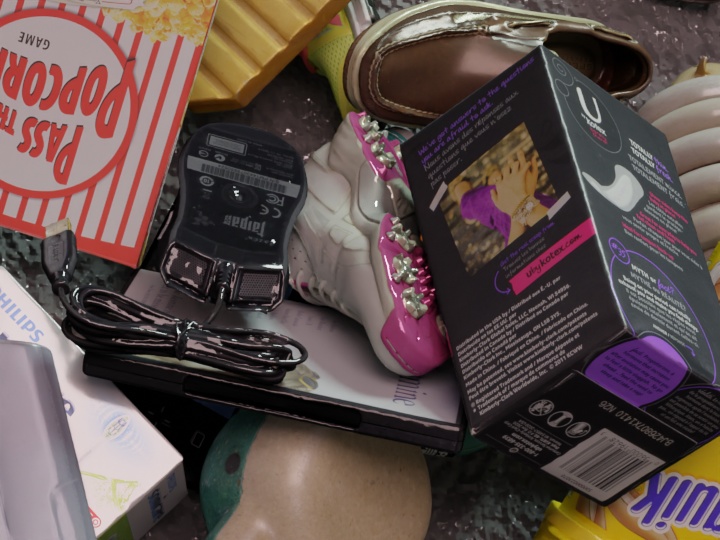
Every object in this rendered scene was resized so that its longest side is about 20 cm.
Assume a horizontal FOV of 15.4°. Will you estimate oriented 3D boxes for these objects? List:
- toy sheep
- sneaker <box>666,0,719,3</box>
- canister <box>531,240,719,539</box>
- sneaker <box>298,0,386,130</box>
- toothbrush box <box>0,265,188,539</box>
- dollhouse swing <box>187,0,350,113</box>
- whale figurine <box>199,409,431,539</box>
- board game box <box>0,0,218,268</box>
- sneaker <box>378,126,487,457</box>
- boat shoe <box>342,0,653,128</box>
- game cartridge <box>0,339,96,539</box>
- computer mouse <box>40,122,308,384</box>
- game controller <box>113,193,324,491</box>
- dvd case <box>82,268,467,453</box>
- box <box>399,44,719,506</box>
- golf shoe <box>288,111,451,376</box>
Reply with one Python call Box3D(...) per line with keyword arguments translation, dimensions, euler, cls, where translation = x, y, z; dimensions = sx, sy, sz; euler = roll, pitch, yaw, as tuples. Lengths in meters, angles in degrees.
Box3D(translation=(0.216, -0.038, 1.549), dimensions=(0.137, 0.138, 0.201), euler=(0, 53, -11), cls="toy sheep")
Box3D(translation=(0.155, -0.247, 1.663), dimensions=(0.199, 0.075, 0.107), euler=(20, 60, -2), cls="sneaker")
Box3D(translation=(0.206, 0.102, 1.453), dimensions=(0.148, 0.087, 0.200), euler=(31, 92, -2), cls="canister")
Box3D(translation=(-0.040, -0.163, 1.595), dimensions=(0.090, 0.078, 0.201), euler=(-22, 72, 2), cls="sneaker")
Box3D(translation=(-0.211, 0.123, 1.392), dimensions=(0.200, 0.086, 0.146), euler=(-41, 79, -14), cls="toothbrush box")
Box3D(translation=(-0.109, -0.223, 1.509), dimensions=(0.200, 0.182, 0.176), euler=(-44, 45, -1), cls="dollhouse swing")
Box3D(translation=(-0.037, 0.160, 1.428), dimensions=(0.159, 0.104, 0.201), euler=(15, 81, -48), cls="whale figurine")
Box3D(translation=(-0.165, -0.118, 1.470), dimensions=(0.151, 0.046, 0.201), euler=(16, 93, -2), cls="board game box")
Box3D(translation=(0.026, 0.011, 1.519), dimensions=(0.080, 0.071, 0.201), euler=(-13, 69, -21), cls="sneaker")
Box3D(translation=(0.087, -0.120, 1.551), dimensions=(0.202, 0.075, 0.075), euler=(-10, 108, -36), cls="boat shoe")
Box3D(translation=(-0.241, 0.108, 1.334), dimensions=(0.199, 0.041, 0.134), euler=(-14, 69, -6), cls="game cartridge")
Box3D(translation=(-0.100, -0.010, 1.406), dimensions=(0.140, 0.046, 0.200), euler=(11, 39, -10), cls="computer mouse")
Box3D(translation=(-0.081, 0.027, 1.507), dimensions=(0.104, 0.042, 0.200), euler=(25, 64, 1), cls="game controller")
Box3D(translation=(-0.037, 0.046, 1.411), dimensions=(0.199, 0.143, 0.018), euler=(12, 108, 2), cls="dvd case")
Box3D(translation=(0.112, 0.003, 1.405), dimensions=(0.122, 0.106, 0.200), euler=(31, 35, -40), cls="box")
Box3D(translation=(0.000, 0.000, 1.448), dimensions=(0.075, 0.091, 0.200), euler=(44, 19, -32), cls="golf shoe")
